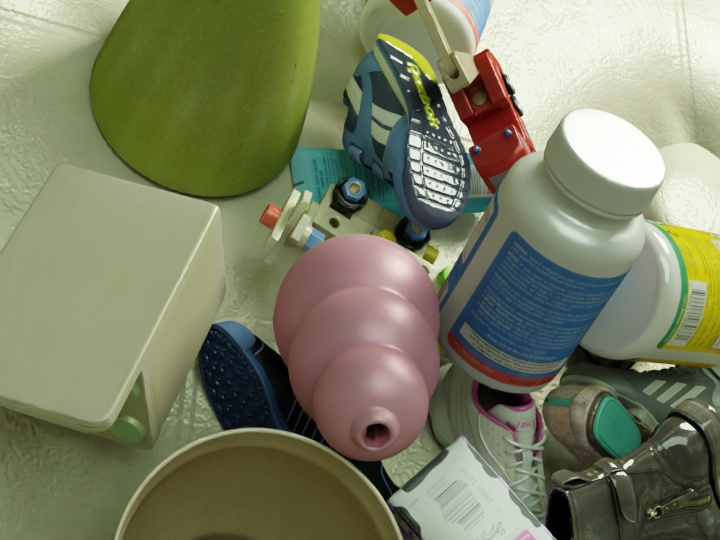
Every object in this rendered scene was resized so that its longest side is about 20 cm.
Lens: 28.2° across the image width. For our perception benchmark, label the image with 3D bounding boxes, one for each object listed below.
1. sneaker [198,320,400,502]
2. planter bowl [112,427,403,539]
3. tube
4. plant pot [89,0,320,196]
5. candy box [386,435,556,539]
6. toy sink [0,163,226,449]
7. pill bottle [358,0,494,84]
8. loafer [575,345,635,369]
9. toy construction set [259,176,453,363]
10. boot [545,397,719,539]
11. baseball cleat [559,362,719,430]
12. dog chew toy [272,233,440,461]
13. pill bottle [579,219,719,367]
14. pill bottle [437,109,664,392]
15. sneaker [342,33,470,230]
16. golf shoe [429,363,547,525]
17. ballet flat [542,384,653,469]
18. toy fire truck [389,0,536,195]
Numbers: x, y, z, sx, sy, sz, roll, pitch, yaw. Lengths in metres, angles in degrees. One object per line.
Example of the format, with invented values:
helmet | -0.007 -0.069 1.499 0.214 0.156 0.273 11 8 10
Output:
sneaker | -0.045 0.118 1.087 0.078 0.070 0.201 -22 73 -48
planter bowl | -0.080 0.222 0.957 0.198 0.135 0.203 8 64 -16
tube | 0.038 -0.075 1.247 0.197 0.051 0.078 -1 56 -15
plant pot | -0.105 -0.192 1.144 0.185 0.200 0.189 11 57 -17
candy box | 0.105 0.230 1.004 0.071 0.168 0.200 -39 75 -15
toy sink | -0.190 0.044 1.008 0.129 0.113 0.201 14 51 10
pill bottle | 0.076 -0.280 1.342 0.111 0.112 0.201 27 53 -9
loafer | 0.267 0.023 1.286 0.072 0.063 0.200 43 53 5
toy construction set | 0.000 0.000 1.154 0.200 0.092 0.132 39 57 -20
boot | 0.211 0.206 1.102 0.173 0.069 0.202 -28 118 -29
baseball cleat | 0.257 0.104 1.232 0.199 0.070 0.107 28 61 -22
dog chew toy | 0.002 0.059 1.006 0.123 0.126 0.201 18 24 -15
pill bottle | 0.263 0.021 1.174 0.199 0.113 0.114 7 57 -42
pill bottle | 0.139 -0.014 1.050 0.111 0.201 0.113 16 41 -15
sneaker | 0.033 -0.103 1.192 0.073 0.082 0.202 24 38 -36
golf shoe | 0.113 0.153 1.122 0.075 0.092 0.202 -9 68 -31
ballet flat | 0.205 0.148 1.165 0.200 0.067 0.069 51 57 -41
toy fire truck | 0.088 -0.162 1.200 0.141 0.048 0.202 41 27 -53
